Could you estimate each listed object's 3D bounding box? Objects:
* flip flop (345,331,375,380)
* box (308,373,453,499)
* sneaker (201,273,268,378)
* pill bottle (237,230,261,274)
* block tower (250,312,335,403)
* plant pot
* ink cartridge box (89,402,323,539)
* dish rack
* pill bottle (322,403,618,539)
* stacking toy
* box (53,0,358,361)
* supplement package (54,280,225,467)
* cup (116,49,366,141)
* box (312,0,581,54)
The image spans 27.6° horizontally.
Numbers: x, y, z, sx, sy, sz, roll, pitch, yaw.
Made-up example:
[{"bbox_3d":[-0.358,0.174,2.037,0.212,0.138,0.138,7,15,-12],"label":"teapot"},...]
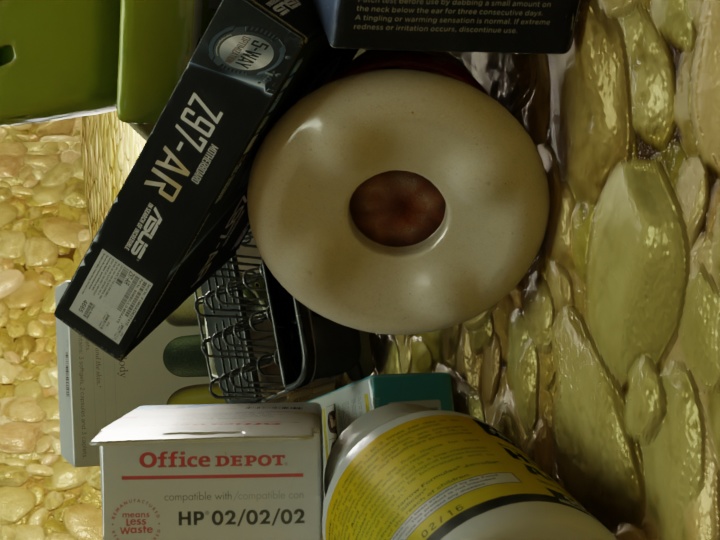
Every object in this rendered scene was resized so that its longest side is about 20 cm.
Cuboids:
[{"bbox_3d":[0.000,0.000,0.964,0.200,0.057,0.081,82,168,-50],"label":"flip flop"},{"bbox_3d":[0.006,0.116,0.919,0.200,0.049,0.082,146,121,-73],"label":"box"},{"bbox_3d":[-0.082,0.001,1.144,0.090,0.067,0.201,9,-97,-63],"label":"sneaker"},{"bbox_3d":[-0.067,-0.104,1.076,0.112,0.112,0.200,124,141,-66],"label":"pill bottle"},{"bbox_3d":[-0.054,0.094,1.087,0.200,0.058,0.054,93,159,-63],"label":"block tower"},{"bbox_3d":[-0.153,-0.170,0.774,0.200,0.181,0.199,-43,-42,-78],"label":"plant pot"},{"bbox_3d":[-0.078,0.113,0.805,0.200,0.115,0.068,132,137,-89],"label":"ink cartridge box"},{"bbox_3d":[-0.070,0.012,0.933,0.200,0.054,0.154,-27,70,57],"label":"dish rack"},{"bbox_3d":[0.044,0.130,0.689,0.200,0.111,0.111,-141,51,-70],"label":"pill bottle"},{"bbox_3d":[0.020,-0.075,0.774,0.200,0.146,0.146,-87,4,-56],"label":"stacking toy"},{"bbox_3d":[-0.067,-0.066,0.754,0.200,0.044,0.160,-57,-3,26],"label":"box"},{"bbox_3d":[-0.153,0.082,1.253,0.151,0.200,0.152,169,98,-74],"label":"supplement package"},{"bbox_3d":[-0.064,-0.178,0.958,0.143,0.200,0.200,-60,-15,-49],"label":"cup"},{"bbox_3d":[0.032,-0.234,0.671,0.200,0.123,0.199,-111,25,-50],"label":"box"}]
